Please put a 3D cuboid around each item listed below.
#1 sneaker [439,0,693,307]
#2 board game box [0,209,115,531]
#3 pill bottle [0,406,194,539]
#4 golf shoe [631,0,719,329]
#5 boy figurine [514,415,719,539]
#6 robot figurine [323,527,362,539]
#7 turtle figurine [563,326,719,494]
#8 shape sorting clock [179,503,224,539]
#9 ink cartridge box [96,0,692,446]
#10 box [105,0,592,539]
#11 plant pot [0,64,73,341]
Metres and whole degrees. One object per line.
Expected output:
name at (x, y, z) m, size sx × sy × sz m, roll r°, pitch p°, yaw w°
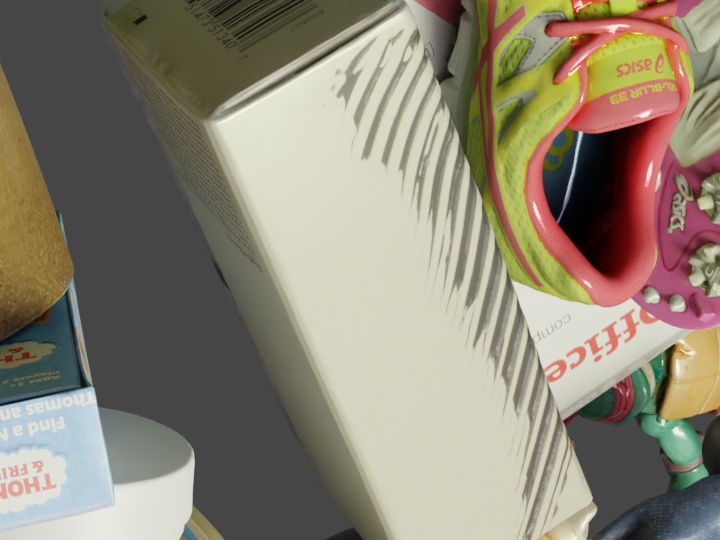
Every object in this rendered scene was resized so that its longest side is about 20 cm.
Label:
sneaker at (0.068, -0.080, 0.764) m, size 0.078 × 0.090 × 0.201 m, roll -14°, pitch 119°, yaw -22°
board game box at (-0.149, 0.034, 0.705) m, size 0.150 × 0.200 × 0.037 m, roll -12°, pitch 104°, yaw -6°
pill bottle at (-0.093, 0.145, 0.748) m, size 0.104 × 0.104 × 0.202 m, roll -2°, pitch 106°, yaw -31°
golf shoe at (0.139, -0.080, 0.841) m, size 0.091 × 0.075 × 0.201 m, roll -10°, pitch 123°, yaw -48°
boy figurine at (0.056, 0.128, 0.855) m, size 0.199 × 0.065 × 0.125 m, roll -26°, pitch 135°, yaw -12°
robot figurine at (-0.024, 0.168, 0.931) m, size 0.199 × 0.125 × 0.151 m, roll -23°, pitch 102°, yaw -19°
turtle figurine at (0.142, 0.033, 0.974) m, size 0.199 × 0.101 × 0.150 m, roll -21°, pitch 141°, yaw -39°
shape sorting clock at (-0.091, 0.156, 0.835) m, size 0.039 × 0.199 × 0.201 m, roll -4°, pitch 119°, yaw -51°
ink cartridge box at (0.020, -0.033, 0.871) m, size 0.145 × 0.085 × 0.201 m, roll -33°, pitch 130°, yaw -12°
box at (0.000, 0.000, 0.773) m, size 0.068 × 0.082 × 0.201 m, roll -32°, pitch 129°, yaw -10°
plant pot at (-0.186, -0.075, 0.675) m, size 0.185 × 0.186 × 0.202 m, roll -17°, pitch 108°, yaw -23°
